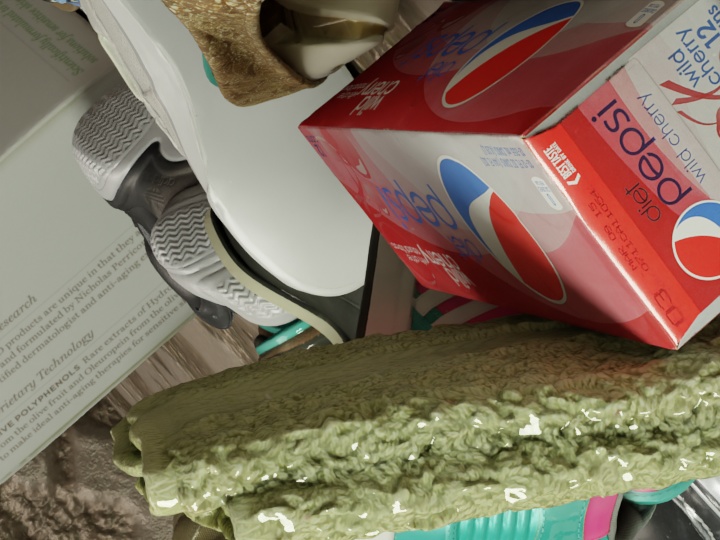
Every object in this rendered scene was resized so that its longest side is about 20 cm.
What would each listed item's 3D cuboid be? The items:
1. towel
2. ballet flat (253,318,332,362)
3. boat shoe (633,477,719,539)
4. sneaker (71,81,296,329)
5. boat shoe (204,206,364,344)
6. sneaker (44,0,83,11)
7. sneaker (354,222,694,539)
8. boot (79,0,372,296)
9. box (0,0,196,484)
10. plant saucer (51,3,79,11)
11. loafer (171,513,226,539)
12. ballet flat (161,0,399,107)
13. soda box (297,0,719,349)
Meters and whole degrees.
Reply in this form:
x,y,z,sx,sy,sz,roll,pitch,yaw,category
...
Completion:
x,y,z,sx,sy,sz,roll,pitch,yaw,category
0.035,0.035,0.660,0.148,0.199,0.037,-161,64,-77,towel
-0.011,0.044,1.192,0.069,0.068,0.200,61,180,-4,ballet flat
0.102,0.096,0.907,0.072,0.068,0.200,49,170,4,boat shoe
-0.056,-0.013,1.191,0.200,0.075,0.114,42,172,48,sneaker
0.002,0.000,1.016,0.073,0.063,0.201,6,-158,-34,boat shoe
-0.145,-0.134,1.029,0.200,0.089,0.079,36,171,-3,sneaker
0.059,0.024,0.812,0.200,0.120,0.084,-82,0,-53,sneaker
-0.055,-0.084,0.964,0.200,0.073,0.096,60,174,-10,boot
-0.208,-0.038,1.376,0.199,0.200,0.171,40,168,46,box
-0.185,-0.205,1.158,0.200,0.029,0.200,47,169,12,plant saucer
-0.001,0.128,1.179,0.076,0.199,0.068,55,-148,-35,loafer
-0.022,-0.088,0.765,0.065,0.071,0.200,10,176,12,ballet flat
0.050,-0.032,0.685,0.070,0.063,0.200,52,169,-13,soda box
